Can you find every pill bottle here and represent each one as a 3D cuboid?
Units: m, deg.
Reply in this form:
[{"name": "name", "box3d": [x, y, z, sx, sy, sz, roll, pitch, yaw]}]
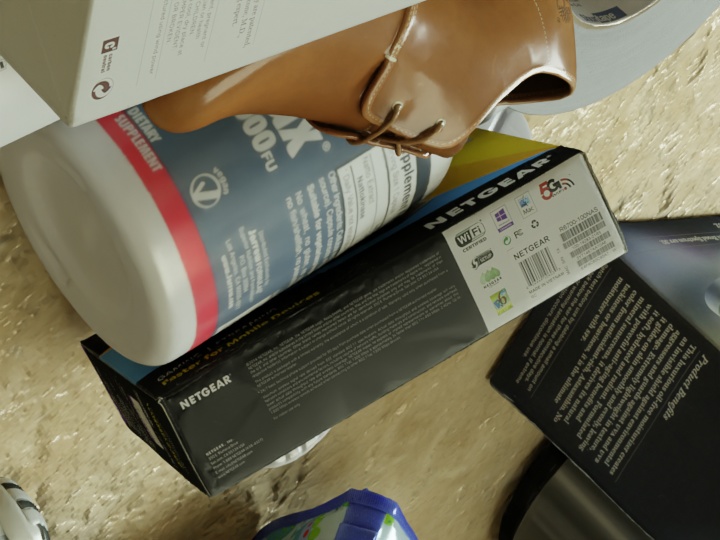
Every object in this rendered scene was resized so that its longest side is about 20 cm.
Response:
[{"name": "pill bottle", "box3d": [-0.032, -0.062, 0.989, 0.199, 0.120, 0.120, -33, 150, -23]}]

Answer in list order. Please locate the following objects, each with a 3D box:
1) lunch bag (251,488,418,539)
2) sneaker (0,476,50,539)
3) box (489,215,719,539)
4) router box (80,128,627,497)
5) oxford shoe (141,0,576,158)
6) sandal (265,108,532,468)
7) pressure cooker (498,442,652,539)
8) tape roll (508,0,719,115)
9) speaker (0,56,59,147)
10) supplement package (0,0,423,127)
[{"name": "lunch bag", "box3d": [-0.024, 0.228, 1.317, 0.200, 0.126, 0.171, 97, 13, -60]}, {"name": "sneaker", "box3d": [-0.217, 0.184, 1.128, 0.115, 0.075, 0.201, -8, 124, -42]}, {"name": "box", "box3d": [0.219, 0.073, 1.424, 0.199, 0.198, 0.124, -6, 133, -51]}, {"name": "router box", "box3d": [-0.007, 0.011, 1.046, 0.199, 0.149, 0.051, -30, 105, -13]}, {"name": "oxford shoe", "box3d": [0.006, -0.071, 0.895, 0.199, 0.072, 0.071, -16, 177, -36]}, {"name": "sandal", "box3d": [-0.006, -0.005, 1.155, 0.079, 0.059, 0.207, 41, 83, -19]}, {"name": "pressure cooker", "box3d": [0.203, 0.185, 1.548, 0.175, 0.200, 0.179, -33, 151, -22]}, {"name": "tape roll", "box3d": [0.107, -0.167, 1.096, 0.200, 0.066, 0.201, -34, 151, -22]}, {"name": "speaker", "box3d": [-0.144, -0.075, 0.861, 0.199, 0.081, 0.082, -29, 148, -28]}, {"name": "supplement package", "box3d": [-0.039, -0.185, 0.786, 0.199, 0.147, 0.192, -23, 146, -36]}]
